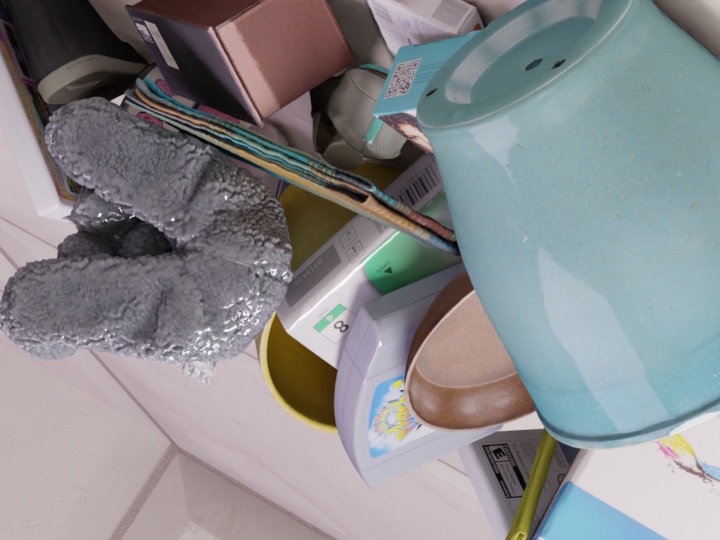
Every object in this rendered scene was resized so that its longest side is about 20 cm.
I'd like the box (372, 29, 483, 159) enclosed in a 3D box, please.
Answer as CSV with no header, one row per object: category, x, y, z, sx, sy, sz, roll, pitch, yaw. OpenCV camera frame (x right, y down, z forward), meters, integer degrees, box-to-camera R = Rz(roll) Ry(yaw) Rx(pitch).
box,0.108,-0.066,1.299,0.199,0.049,0.082,34,159,-30

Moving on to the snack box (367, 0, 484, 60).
snack box,0.058,-0.118,1.353,0.072,0.024,0.200,28,165,25

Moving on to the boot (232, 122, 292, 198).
boot,-0.080,-0.011,1.684,0.072,0.201,0.090,-4,144,39

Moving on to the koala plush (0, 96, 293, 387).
koala plush,-0.121,-0.003,1.478,0.182,0.179,0.200,14,173,11

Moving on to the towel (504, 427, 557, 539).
towel,0.139,0.108,1.572,0.018,0.201,0.086,17,159,6

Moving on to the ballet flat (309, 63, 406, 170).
ballet flat,-0.007,-0.097,1.420,0.067,0.064,0.200,25,178,-8

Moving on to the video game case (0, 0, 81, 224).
video game case,-0.253,-0.130,1.659,0.182,0.024,0.201,20,-133,-83

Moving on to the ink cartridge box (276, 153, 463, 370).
ink cartridge box,0.058,0.023,1.519,0.200,0.161,0.050,38,-164,-38

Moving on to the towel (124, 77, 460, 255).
towel,-0.040,-0.067,1.394,0.199,0.022,0.146,25,180,30

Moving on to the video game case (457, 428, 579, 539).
video game case,0.186,0.201,1.635,0.022,0.181,0.201,-64,38,41

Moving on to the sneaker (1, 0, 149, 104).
sneaker,-0.220,-0.187,1.694,0.107,0.074,0.200,65,-175,3

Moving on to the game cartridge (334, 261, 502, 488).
game cartridge,0.046,0.076,1.523,0.201,0.132,0.041,91,154,-53

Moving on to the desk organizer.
desk organizer,-0.081,-0.155,1.422,0.072,0.077,0.200,62,167,-20

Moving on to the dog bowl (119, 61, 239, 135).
dog bowl,-0.155,-0.059,1.709,0.073,0.202,0.200,17,164,7

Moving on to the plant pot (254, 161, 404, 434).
plant pot,0.000,0.000,1.602,0.200,0.200,0.142,45,-170,-42

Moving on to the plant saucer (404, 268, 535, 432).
plant saucer,0.112,0.032,1.454,0.035,0.199,0.200,59,-179,31

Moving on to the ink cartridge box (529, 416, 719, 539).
ink cartridge box,0.225,0.148,1.514,0.145,0.201,0.147,30,166,6

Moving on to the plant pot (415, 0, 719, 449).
plant pot,0.131,-0.044,1.130,0.189,0.200,0.200,55,159,-20
